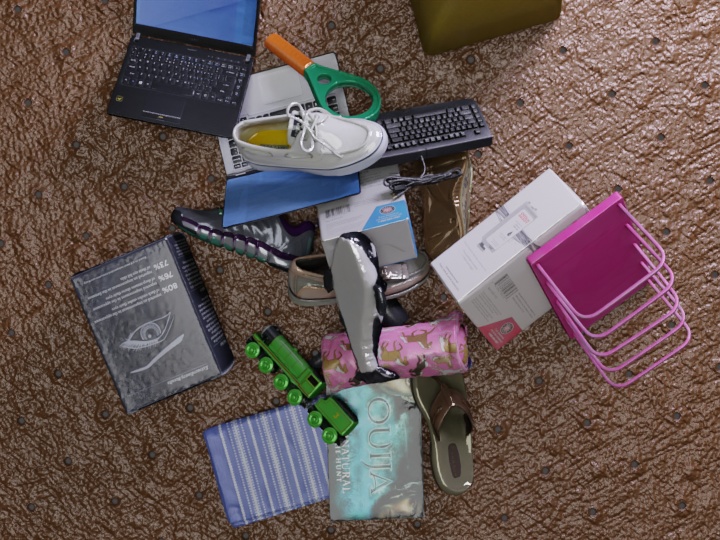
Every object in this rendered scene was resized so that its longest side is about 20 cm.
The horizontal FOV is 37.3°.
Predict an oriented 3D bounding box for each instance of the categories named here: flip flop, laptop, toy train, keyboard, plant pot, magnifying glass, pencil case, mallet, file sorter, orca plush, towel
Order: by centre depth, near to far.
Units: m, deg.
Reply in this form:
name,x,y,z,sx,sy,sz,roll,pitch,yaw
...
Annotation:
name,x,y,z,sx,sy,sz,roll,pitch,yaw
orca plush,0.019,0.039,1.324,0.071,0.104,0.203,-28,106,-37
plant pot,0.148,-0.395,1.325,0.191,0.200,0.199,-15,96,5
file sorter,0.321,0.035,1.338,0.138,0.200,0.126,-35,50,3
keyboard,0.075,-0.158,1.362,0.197,0.021,0.129,-13,64,-13
laptop,-0.104,-0.174,1.395,0.184,0.116,0.203,-13,90,5
pencil case,0.044,0.107,1.396,0.197,0.087,0.084,-11,53,13
magnifying glass,-0.053,-0.251,1.398,0.079,0.023,0.200,-36,64,-26
laptop,-0.231,-0.298,1.401,0.174,0.104,0.203,11,67,3
flip flop,0.120,0.201,1.437,0.080,0.057,0.204,-7,85,-23
toy train,-0.080,0.153,1.448,0.056,0.042,0.200,-46,74,8
mallet,-0.031,0.091,1.468,0.198,0.041,0.066,-31,94,10
towel,-0.112,0.266,1.499,0.197,0.024,0.147,-17,93,3

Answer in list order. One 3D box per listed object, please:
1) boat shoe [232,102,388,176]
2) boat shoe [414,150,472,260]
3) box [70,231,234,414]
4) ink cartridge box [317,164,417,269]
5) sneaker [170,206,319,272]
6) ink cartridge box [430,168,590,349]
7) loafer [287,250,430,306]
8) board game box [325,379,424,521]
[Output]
name,x,y,z,sx,sy,sz,roll,pitch,yaw
boat shoe,-0.069,-0.170,1.318,0.199,0.086,0.076,4,68,23
boat shoe,0.113,-0.110,1.429,0.072,0.063,0.204,2,89,17
box,-0.278,0.069,1.444,0.146,0.104,0.203,-21,95,5
ink cartridge box,0.003,-0.089,1.398,0.114,0.201,0.067,-14,129,5
sneaker,-0.154,-0.065,1.448,0.197,0.074,0.089,21,86,-10
ink cartridge box,0.212,-0.011,1.383,0.199,0.147,0.083,-38,49,5
loafer,0.000,0.000,1.415,0.197,0.073,0.063,-10,139,-10
board game box,0.020,0.240,1.470,0.133,0.028,0.204,-2,92,-1
